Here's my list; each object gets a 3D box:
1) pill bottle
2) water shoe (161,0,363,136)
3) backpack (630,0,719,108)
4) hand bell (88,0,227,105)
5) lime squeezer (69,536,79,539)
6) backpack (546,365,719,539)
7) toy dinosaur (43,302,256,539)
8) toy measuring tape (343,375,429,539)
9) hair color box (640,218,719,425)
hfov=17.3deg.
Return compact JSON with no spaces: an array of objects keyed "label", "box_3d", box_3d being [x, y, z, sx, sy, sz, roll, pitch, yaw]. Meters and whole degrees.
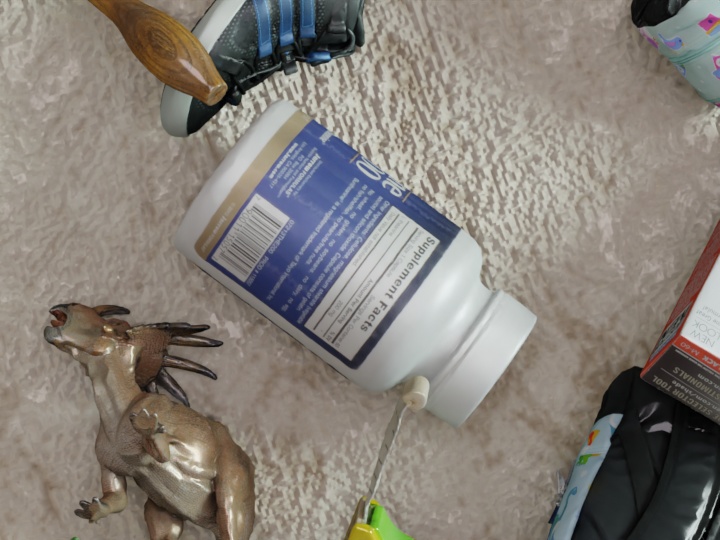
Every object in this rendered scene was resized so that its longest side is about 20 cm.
[{"label":"pill bottle","box_3d":[0.000,0.000,1.383,0.200,0.111,0.111,37,85,0]},{"label":"water shoe","box_3d":[-0.038,-0.150,1.402,0.079,0.072,0.200,37,85,5]},{"label":"backpack","box_3d":[0.256,-0.187,1.388,0.127,0.167,0.200,42,92,-4]},{"label":"hand bell","box_3d":[-0.150,-0.162,1.361,0.104,0.104,0.200,-46,69,-4]},{"label":"lime squeezer","box_3d":[-0.111,0.234,1.384,0.038,0.071,0.200,-34,95,-22]},{"label":"backpack","box_3d":[0.169,0.186,1.358,0.163,0.154,0.200,29,48,-5]},{"label":"toy dinosaur","box_3d":[-0.105,0.105,1.391,0.086,0.136,0.200,-25,113,24]},{"label":"toy measuring tape","box_3d":[0.027,0.157,1.373,0.074,0.074,0.200,19,115,-1]},{"label":"hair color box","box_3d":[0.256,0.005,1.376,0.111,0.064,0.200,31,59,0]}]
